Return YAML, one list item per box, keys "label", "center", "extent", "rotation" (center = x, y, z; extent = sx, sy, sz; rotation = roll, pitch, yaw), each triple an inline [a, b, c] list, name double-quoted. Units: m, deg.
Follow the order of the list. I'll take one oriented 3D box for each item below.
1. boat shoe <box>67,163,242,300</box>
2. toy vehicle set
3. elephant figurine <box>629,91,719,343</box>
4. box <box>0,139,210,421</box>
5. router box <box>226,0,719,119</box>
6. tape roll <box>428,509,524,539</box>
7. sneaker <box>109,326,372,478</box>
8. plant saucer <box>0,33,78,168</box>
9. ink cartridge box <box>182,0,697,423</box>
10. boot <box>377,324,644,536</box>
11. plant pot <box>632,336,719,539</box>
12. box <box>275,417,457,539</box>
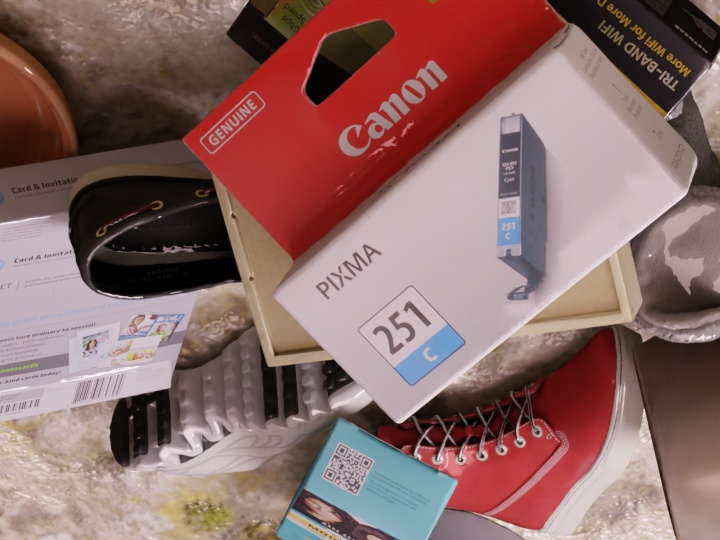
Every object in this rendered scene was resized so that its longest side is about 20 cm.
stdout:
- label: "boat shoe"
  center: [-0.055, -0.024, 1.321]
  extent: [0.200, 0.063, 0.074]
  rotation: [-7, 133, -8]
- label: "toy vehicle set"
  center: [0.031, -0.024, 1.238]
  extent: [0.198, 0.027, 0.125]
  rotation: [-7, 110, 20]
- label: "elephant figurine"
  center: [0.183, -0.017, 1.314]
  extent: [0.201, 0.141, 0.155]
  rotation: [54, 135, 6]
- label: "box"
  center: [-0.168, 0.011, 1.427]
  extent: [0.155, 0.041, 0.201]
  rotation: [-11, 148, -24]
- label: "router box"
  center: [0.057, -0.118, 1.236]
  extent: [0.200, 0.052, 0.157]
  rotation: [39, 119, -1]
- label: "tape roll"
  center: [0.037, 0.250, 1.740]
  extent: [0.199, 0.067, 0.201]
  rotation: [-2, 140, -1]
- label: "sneaker"
  center: [-0.061, 0.084, 1.544]
  extent: [0.199, 0.076, 0.081]
  rotation: [-18, 147, 34]
- label: "plant saucer"
  center: [-0.254, -0.079, 1.369]
  extent: [0.198, 0.038, 0.201]
  rotation: [-1, 138, -1]
- label: "ink cartridge box"
  center: [0.030, -0.050, 1.187]
  extent: [0.176, 0.045, 0.200]
  rotation: [46, 118, -7]
- label: "boot"
  center: [0.091, 0.097, 1.564]
  extent: [0.143, 0.073, 0.200]
  rotation: [11, 141, -12]
- label: "plant pot"
  center: [0.254, 0.082, 1.438]
  extent: [0.172, 0.201, 0.201]
  rotation: [-13, 139, 4]
- label: "box"
  center: [0.000, 0.149, 1.552]
  extent: [0.082, 0.049, 0.200]
  rotation: [28, 164, 1]
